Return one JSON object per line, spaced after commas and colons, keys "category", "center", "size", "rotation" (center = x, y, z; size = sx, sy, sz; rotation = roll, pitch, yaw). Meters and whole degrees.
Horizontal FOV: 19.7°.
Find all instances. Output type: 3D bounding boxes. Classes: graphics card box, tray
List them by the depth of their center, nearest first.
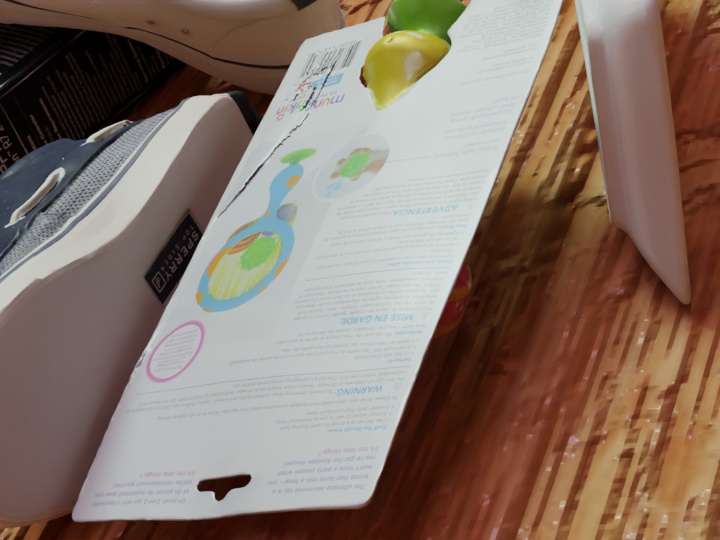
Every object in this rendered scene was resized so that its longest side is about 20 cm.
{"category": "tray", "center": [0.080, -0.087, 0.663], "size": [0.022, 0.108, 0.200], "rotation": [-8, 35, 6]}
{"category": "graphics card box", "center": [-0.128, -0.109, 0.889], "size": [0.125, 0.051, 0.200], "rotation": [15, 50, 45]}

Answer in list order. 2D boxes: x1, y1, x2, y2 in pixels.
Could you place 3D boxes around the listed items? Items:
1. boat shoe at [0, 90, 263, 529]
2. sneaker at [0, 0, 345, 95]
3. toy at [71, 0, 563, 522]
{"category": "boat shoe", "center": [-0.105, 0.015, 0.689], "size": [0.093, 0.075, 0.200], "rotation": [-10, 27, 34]}
{"category": "sneaker", "center": [-0.098, -0.132, 0.803], "size": [0.199, 0.071, 0.073], "rotation": [16, 57, 7]}
{"category": "toy", "center": [0.000, 0.000, 0.642], "size": [0.115, 0.047, 0.200], "rotation": [-9, 49, 39]}
